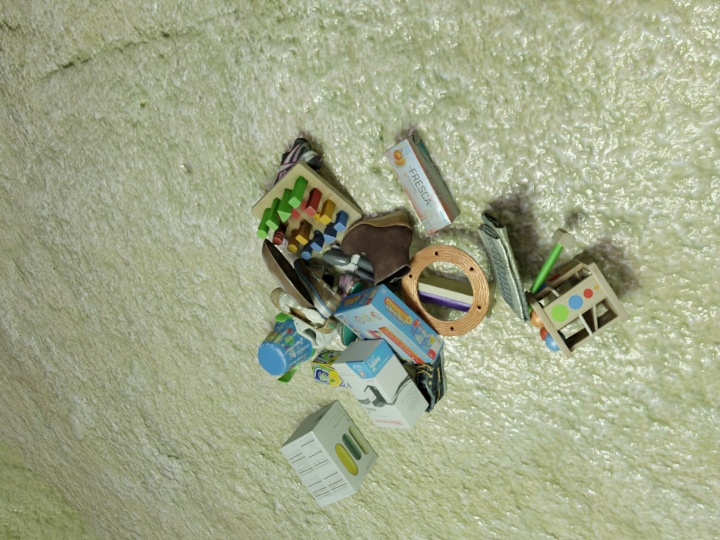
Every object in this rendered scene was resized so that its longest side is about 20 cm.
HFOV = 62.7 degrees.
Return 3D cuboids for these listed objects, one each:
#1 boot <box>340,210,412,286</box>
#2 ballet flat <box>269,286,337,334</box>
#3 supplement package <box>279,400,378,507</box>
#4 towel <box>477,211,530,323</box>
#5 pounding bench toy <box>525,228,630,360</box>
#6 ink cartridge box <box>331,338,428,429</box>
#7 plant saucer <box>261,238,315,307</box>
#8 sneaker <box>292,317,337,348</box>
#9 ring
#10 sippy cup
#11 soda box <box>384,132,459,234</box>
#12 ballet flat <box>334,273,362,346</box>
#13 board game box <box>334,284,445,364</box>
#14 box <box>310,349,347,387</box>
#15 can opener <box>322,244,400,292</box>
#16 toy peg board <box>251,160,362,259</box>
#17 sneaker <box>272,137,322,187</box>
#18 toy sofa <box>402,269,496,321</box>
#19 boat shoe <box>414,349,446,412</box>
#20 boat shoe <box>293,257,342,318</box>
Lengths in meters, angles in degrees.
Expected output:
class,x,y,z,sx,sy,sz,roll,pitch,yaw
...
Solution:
class,x,y,z,sx,sy,sz,roll,pitch,yaw
boot,0.030,-0.037,1.321,0.197,0.169,0.072,-25,135,30
ballet flat,-0.147,0.092,1.479,0.196,0.065,0.072,24,83,14
supplement package,-0.085,0.504,1.630,0.150,0.152,0.202,-35,93,35
towel,0.282,-0.012,1.185,0.034,0.193,0.204,-17,103,6
pounding bench toy,0.385,0.042,1.148,0.154,0.124,0.202,-34,93,10
ink cartridge box,0.046,0.267,1.384,0.202,0.084,0.144,55,147,-13
plant saucer,-0.177,0.014,1.410,0.032,0.200,0.202,-37,91,1
sneaker,-0.145,0.114,1.536,0.201,0.080,0.071,47,133,5
ring,0.181,0.043,1.262,0.196,0.019,0.206,10,111,26
sippy cup,-0.205,0.209,1.582,0.138,0.130,0.181,-25,97,34
soda box,0.133,-0.184,1.257,0.063,0.068,0.203,-24,99,34
ballet flat,-0.034,0.093,1.476,0.071,0.068,0.204,33,132,37
board game box,0.062,0.130,1.341,0.199,0.056,0.195,42,155,-14
box,-0.028,0.261,1.541,0.196,0.070,0.066,2,115,29
can opener,0.000,0.000,1.414,0.197,0.067,0.054,25,122,18
toy peg board,-0.134,-0.111,1.374,0.198,0.099,0.199,37,129,-23
sneaker,-0.163,-0.236,1.411,0.199,0.079,0.088,-40,67,37
toy sofa,0.199,0.057,1.318,0.196,0.083,0.100,14,117,23
boat shoe,0.158,0.234,1.413,0.069,0.091,0.205,-5,108,30
boat shoe,-0.101,0.030,1.457,0.072,0.072,0.201,-37,52,2
